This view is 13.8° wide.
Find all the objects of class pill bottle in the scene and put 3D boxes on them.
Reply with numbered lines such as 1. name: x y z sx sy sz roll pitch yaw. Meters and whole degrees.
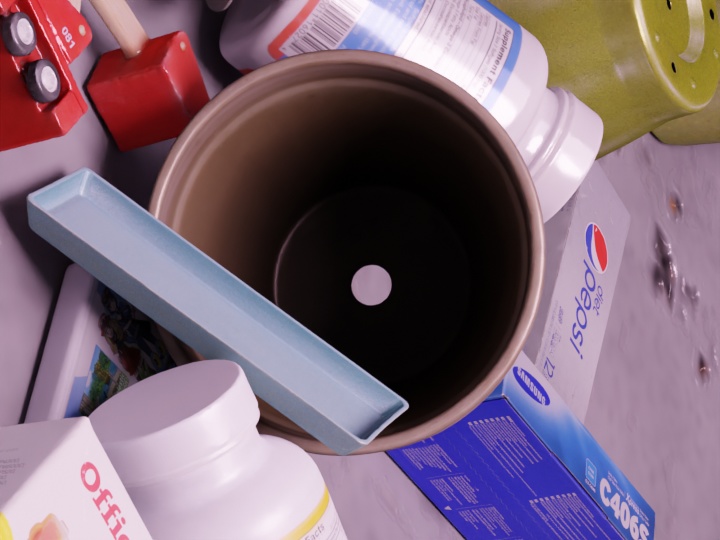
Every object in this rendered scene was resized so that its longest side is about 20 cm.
1. pill bottle: 0.031 -0.107 1.627 0.200 0.112 0.112 35 44 -19
2. pill bottle: -0.057 0.148 1.389 0.112 0.112 0.200 -50 123 -56

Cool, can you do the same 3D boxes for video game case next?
1. video game case: -0.109 0.126 1.444 0.182 0.022 0.200 51 39 -41

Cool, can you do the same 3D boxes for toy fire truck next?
1. toy fire truck: -0.153 -0.130 1.431 0.200 0.049 0.141 65 30 -22

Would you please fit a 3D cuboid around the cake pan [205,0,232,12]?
1. cake pan: -0.050 -0.233 1.541 0.200 0.037 0.201 -176 -90 -77

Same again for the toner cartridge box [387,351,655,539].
1. toner cartridge box: 0.089 0.116 1.740 0.200 0.095 0.043 50 38 -43

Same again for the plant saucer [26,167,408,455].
1. plant saucer: -0.070 0.021 1.417 0.200 0.019 0.070 35 23 8

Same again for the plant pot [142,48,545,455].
1. plant pot: 0.000 0.000 1.530 0.174 0.200 0.200 48 34 -81

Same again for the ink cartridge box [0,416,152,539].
1. ink cartridge box: -0.160 0.175 1.240 0.200 0.083 0.145 -52 124 -48

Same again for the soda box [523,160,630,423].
1. soda box: 0.114 0.017 1.856 0.068 0.063 0.200 55 35 -34

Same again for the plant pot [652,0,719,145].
1. plant pot: 0.293 -0.171 2.136 0.200 0.184 0.201 32 53 -55

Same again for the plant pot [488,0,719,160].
1. plant pot: 0.103 -0.138 1.758 0.200 0.193 0.201 32 52 -53
